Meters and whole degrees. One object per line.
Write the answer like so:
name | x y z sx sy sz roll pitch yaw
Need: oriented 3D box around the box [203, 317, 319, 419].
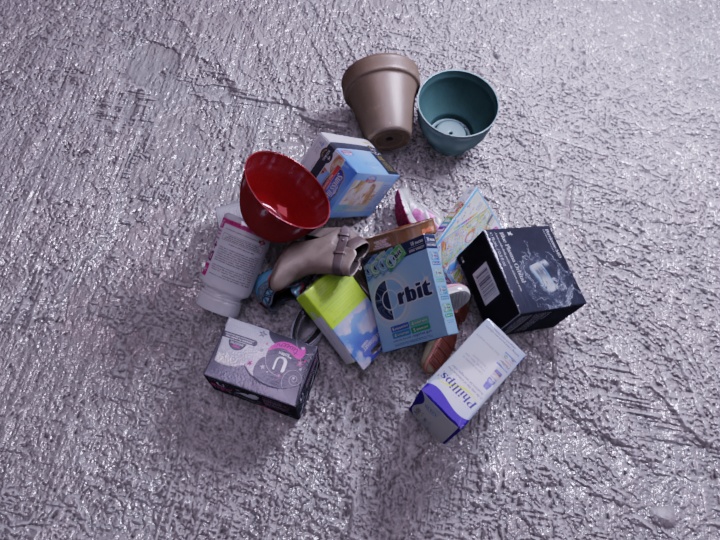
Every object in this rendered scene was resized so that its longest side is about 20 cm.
box | -0.195 0.197 1.235 0.196 0.115 0.134 18 66 6

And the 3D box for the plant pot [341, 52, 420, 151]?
plant pot | 0.059 -0.394 1.483 0.196 0.201 0.178 -7 73 -5

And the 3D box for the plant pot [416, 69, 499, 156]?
plant pot | 0.230 -0.370 1.502 0.196 0.135 0.204 1 64 -2

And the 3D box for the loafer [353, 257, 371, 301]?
loafer | 0.000 0.000 1.356 0.070 0.073 0.201 -32 71 -16

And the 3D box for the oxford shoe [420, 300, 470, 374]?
oxford shoe | 0.171 0.128 1.319 0.073 0.071 0.202 15 64 35

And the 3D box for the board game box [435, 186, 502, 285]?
board game box | 0.233 -0.069 1.373 0.201 0.034 0.135 -51 119 -22

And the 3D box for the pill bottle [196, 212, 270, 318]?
pill bottle | -0.272 -0.010 1.300 0.111 0.113 0.204 21 89 8

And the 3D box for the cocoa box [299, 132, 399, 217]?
cocoa box | -0.030 -0.210 1.368 0.132 0.199 0.134 48 117 18

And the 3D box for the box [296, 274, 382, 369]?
box | -0.028 0.097 1.281 0.122 0.047 0.201 -41 97 -33

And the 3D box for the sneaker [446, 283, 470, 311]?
sneaker | 0.138 0.048 1.300 0.198 0.075 0.106 -27 49 30

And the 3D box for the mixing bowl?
mixing bowl | -0.172 -0.132 1.240 0.198 0.108 0.202 27 38 -24

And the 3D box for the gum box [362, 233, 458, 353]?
gum box | 0.098 0.049 1.239 0.044 0.168 0.204 -3 75 -50

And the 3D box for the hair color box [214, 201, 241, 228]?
hair color box | -0.228 -0.115 1.409 0.196 0.061 0.101 -15 67 -8

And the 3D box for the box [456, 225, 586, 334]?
box | 0.342 0.019 1.303 0.196 0.118 0.200 -5 63 -30

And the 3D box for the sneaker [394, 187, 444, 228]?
sneaker | 0.147 -0.109 1.415 0.087 0.082 0.202 -24 74 -17

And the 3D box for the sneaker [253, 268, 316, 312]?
sneaker | -0.132 0.024 1.324 0.198 0.080 0.096 -31 52 3

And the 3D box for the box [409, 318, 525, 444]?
box | 0.206 0.223 1.200 0.200 0.185 0.105 -42 74 -18

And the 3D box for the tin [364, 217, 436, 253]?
tin | 0.080 -0.074 1.332 0.111 0.198 0.043 -16 92 -40

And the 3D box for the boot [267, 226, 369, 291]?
boot | -0.078 -0.017 1.243 0.144 0.071 0.201 19 59 28

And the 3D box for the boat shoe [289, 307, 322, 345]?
boat shoe | -0.092 0.082 1.318 0.073 0.068 0.201 30 68 12
